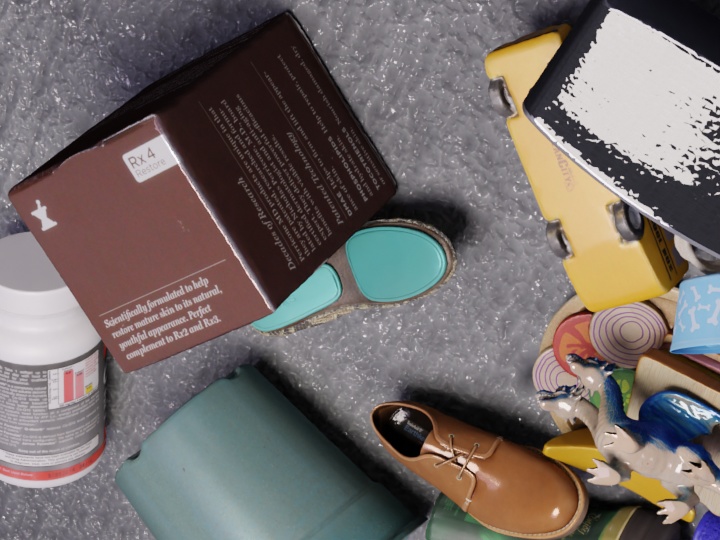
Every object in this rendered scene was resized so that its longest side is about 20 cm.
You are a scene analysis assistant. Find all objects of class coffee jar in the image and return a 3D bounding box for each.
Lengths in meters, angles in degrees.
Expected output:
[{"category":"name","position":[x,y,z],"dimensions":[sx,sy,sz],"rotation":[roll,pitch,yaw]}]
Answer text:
[{"category":"coffee jar","position":[0.156,0.228,1.597],"dimensions":[0.200,0.085,0.104],"rotation":[6,121,27]}]

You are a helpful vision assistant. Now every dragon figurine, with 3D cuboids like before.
[{"category":"dragon figurine","position":[0.216,0.123,1.424],"dimensions":[0.200,0.099,0.059],"rotation":[22,120,6]}]

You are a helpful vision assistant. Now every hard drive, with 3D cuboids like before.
[{"category":"hard drive","position":[0.209,-0.087,1.281],"dimensions":[0.200,0.042,0.135],"rotation":[34,126,1]}]

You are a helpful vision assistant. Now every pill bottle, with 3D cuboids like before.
[{"category":"pill bottle","position":[-0.274,0.076,1.740],"dimensions":[0.116,0.116,0.200],"rotation":[19,126,20]}]

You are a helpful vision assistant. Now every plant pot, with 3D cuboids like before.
[{"category":"plant pot","position":[-0.084,0.195,1.661],"dimensions":[0.196,0.200,0.200],"rotation":[48,131,6]}]

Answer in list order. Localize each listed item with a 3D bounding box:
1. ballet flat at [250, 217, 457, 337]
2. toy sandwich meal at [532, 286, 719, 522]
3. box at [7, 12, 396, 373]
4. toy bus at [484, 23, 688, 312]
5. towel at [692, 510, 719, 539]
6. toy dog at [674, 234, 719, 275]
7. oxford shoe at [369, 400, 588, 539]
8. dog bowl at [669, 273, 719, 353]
[{"category":"ballet flat","position":[0.000,0.000,1.560],"dimensions":[0.200,0.075,0.068],"rotation":[-19,92,33]},{"category":"toy sandwich meal","position":[0.215,0.101,1.494],"dimensions":[0.205,0.070,0.205],"rotation":[15,124,23]},{"category":"box","position":[-0.113,-0.059,1.508],"dimensions":[0.166,0.200,0.164],"rotation":[-22,105,38]},{"category":"toy bus","position":[0.157,-0.073,1.410],"dimensions":[0.065,0.078,0.200],"rotation":[-15,103,34]},{"category":"towel","position":[0.320,0.278,1.505],"dimensions":[0.200,0.050,0.148],"rotation":[27,133,47]},{"category":"toy dog","position":[0.242,-0.103,1.361],"dimensions":[0.132,0.096,0.200],"rotation":[-22,119,32]},{"category":"oxford shoe","position":[0.084,0.152,1.559],"dimensions":[0.200,0.071,0.071],"rotation":[21,84,39]},{"category":"dog bowl","position":[0.305,0.023,1.362],"dimensions":[0.200,0.111,0.050],"rotation":[-5,83,20]}]
